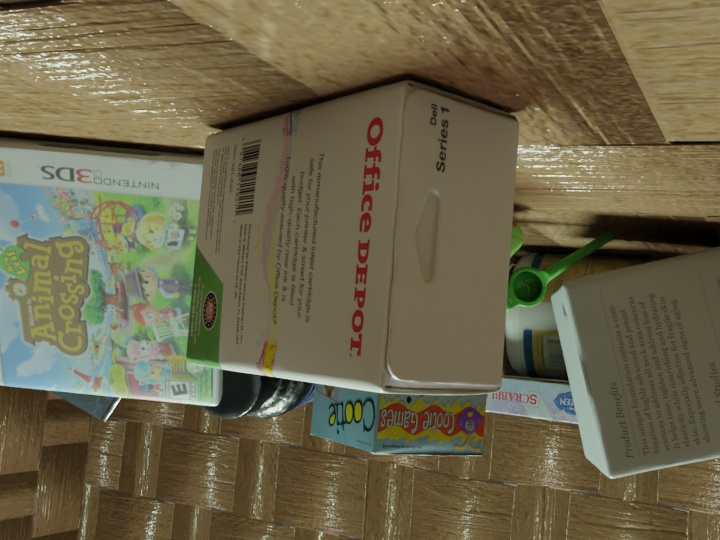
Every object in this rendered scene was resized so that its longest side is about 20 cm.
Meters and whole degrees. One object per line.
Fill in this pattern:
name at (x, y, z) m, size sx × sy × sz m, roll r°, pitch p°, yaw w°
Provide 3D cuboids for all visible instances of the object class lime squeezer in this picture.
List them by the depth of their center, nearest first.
lime squeezer at (0.145, 0.025, 0.856) m, size 0.199 × 0.038 × 0.070 m, roll -34°, pitch 158°, yaw 27°

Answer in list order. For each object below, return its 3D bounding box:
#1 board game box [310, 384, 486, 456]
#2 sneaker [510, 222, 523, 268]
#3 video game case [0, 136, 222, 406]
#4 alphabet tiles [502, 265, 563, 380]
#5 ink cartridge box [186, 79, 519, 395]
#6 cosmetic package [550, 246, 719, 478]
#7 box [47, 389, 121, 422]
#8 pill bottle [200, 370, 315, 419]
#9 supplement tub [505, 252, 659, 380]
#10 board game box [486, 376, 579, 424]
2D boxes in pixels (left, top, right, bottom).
board game box at (0.036, 0.038, 0.729) m, size 0.102 × 0.202 × 0.105 m, roll 8°, pitch 175°, yaw -30°
sneaker at (0.077, -0.005, 0.841) m, size 0.076 × 0.084 × 0.200 m, roll 16°, pitch 173°, yaw -14°
video game case at (-0.193, 0.005, 0.694) m, size 0.180 × 0.202 × 0.022 m, roll 5°, pitch -157°, yaw 2°
alphabet tiles at (0.200, 0.060, 1.164) m, size 0.166 × 0.201 × 0.008 m, roll 7°, pitch 131°, yaw -18°
ink cartridge box at (-0.012, -0.011, 0.515) m, size 0.083 × 0.146 × 0.199 m, roll 8°, pitch 174°, yaw -37°
cosmetic package at (0.288, 0.074, 0.818) m, size 0.198 × 0.169 × 0.166 m, roll -12°, pitch 174°, yaw 7°
box at (-0.260, 0.017, 0.757) m, size 0.199 × 0.160 × 0.044 m, roll 33°, pitch -147°, yaw -10°
pill bottle at (-0.077, 0.081, 0.901) m, size 0.111 × 0.113 × 0.200 m, roll 3°, pitch -173°, yaw 27°
supplement tub at (0.274, 0.056, 1.028) m, size 0.198 × 0.146 × 0.144 m, roll 4°, pitch 175°, yaw 23°
board game box at (0.230, 0.147, 1.042) m, size 0.198 × 0.042 × 0.199 m, roll 1°, pitch 173°, yaw 41°
